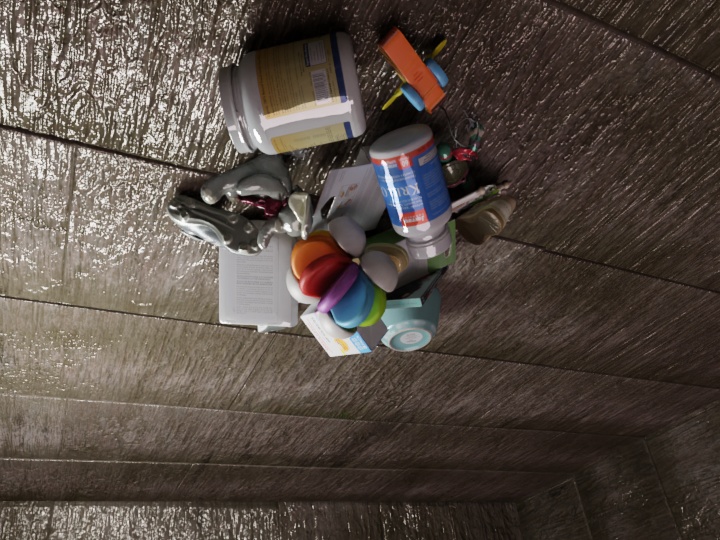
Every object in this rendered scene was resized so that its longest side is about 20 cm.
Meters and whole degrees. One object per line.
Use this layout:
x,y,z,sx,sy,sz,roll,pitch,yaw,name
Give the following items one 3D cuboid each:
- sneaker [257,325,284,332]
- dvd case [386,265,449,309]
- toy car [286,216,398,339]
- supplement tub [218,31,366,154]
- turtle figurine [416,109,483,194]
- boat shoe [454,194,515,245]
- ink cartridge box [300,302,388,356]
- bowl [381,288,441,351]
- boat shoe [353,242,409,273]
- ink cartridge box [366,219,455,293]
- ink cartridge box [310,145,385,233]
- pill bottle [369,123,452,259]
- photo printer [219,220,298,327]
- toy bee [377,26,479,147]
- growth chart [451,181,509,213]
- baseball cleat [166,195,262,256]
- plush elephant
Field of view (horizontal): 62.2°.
-0.214,0.098,1.416,0.068,0.083,0.201,-9,165,-12,sneaker
0.096,0.030,1.268,0.142,0.200,0.023,-6,109,29,dvd case
-0.041,0.019,1.044,0.175,0.200,0.150,-46,176,16,toy car
-0.096,-0.254,0.874,0.193,0.148,0.146,-10,146,3,supplement tub
0.151,-0.191,1.064,0.144,0.104,0.201,-9,154,11,turtle figurine
0.248,-0.104,1.193,0.065,0.072,0.200,-44,-177,-13,boat shoe
-0.046,0.112,1.240,0.116,0.068,0.198,53,146,-13,ink cartridge box
0.115,0.128,1.492,0.193,0.108,0.204,-5,145,-4,bowl
0.000,0.000,1.149,0.194,0.063,0.075,-12,116,26,boat shoe
0.105,-0.039,1.239,0.195,0.059,0.107,-23,125,-23,ink cartridge box
-0.017,-0.139,1.092,0.169,0.044,0.202,-14,150,-30,ink cartridge box
0.093,-0.128,1.004,0.109,0.113,0.205,-16,116,11,pill bottle
-0.203,0.004,1.189,0.160,0.208,0.069,2,-172,4,photo printer
0.090,-0.282,0.926,0.128,0.109,0.205,-24,113,0,toy bee
0.200,-0.131,1.141,0.142,0.018,0.199,-27,177,28,growth chart
-0.266,-0.078,1.121,0.196,0.071,0.107,29,163,2,baseball cleat
-0.148,-0.115,1.031,0.195,0.159,0.165,-26,-175,1,plush elephant
